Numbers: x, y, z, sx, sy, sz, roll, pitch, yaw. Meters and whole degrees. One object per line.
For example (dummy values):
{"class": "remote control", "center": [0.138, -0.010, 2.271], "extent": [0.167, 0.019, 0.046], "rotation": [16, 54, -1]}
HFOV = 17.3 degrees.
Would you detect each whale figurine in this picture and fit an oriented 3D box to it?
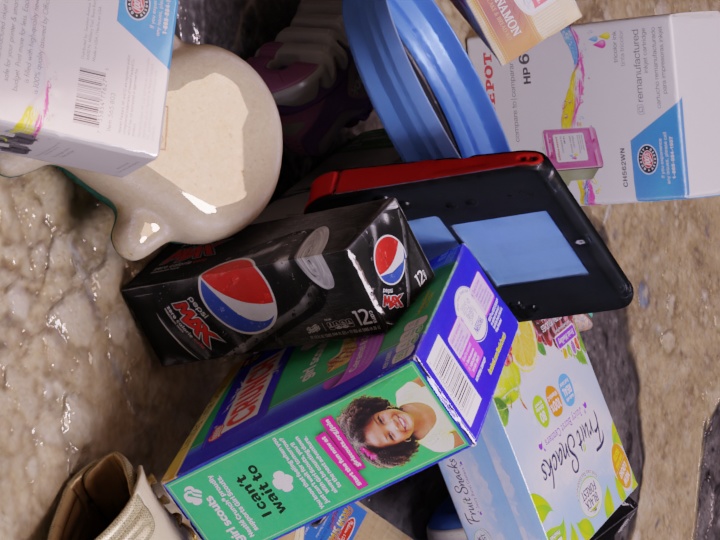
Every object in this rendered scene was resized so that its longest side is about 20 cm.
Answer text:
{"class": "whale figurine", "center": [-0.151, -0.085, 1.521], "extent": [0.199, 0.104, 0.160], "rotation": [5, 83, -29]}

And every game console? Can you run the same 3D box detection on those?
{"class": "game console", "center": [0.072, -0.015, 1.575], "extent": [0.200, 0.176, 0.031], "rotation": [49, 44, -53]}

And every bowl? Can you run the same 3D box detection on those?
{"class": "bowl", "center": [0.049, -0.117, 1.622], "extent": [0.201, 0.039, 0.201], "rotation": [55, 17, -26]}

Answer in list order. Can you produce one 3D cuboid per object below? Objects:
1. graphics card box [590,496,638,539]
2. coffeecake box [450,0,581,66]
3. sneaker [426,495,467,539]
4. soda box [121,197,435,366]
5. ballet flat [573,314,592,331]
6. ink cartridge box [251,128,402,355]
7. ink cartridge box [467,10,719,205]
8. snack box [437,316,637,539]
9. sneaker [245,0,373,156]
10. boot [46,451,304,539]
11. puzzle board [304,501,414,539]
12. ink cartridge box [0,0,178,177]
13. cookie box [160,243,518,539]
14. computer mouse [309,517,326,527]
{"class": "graphics card box", "center": [0.129, 0.245, 1.849], "extent": [0.200, 0.051, 0.126], "rotation": [-26, 151, -50]}
{"class": "coffeecake box", "center": [0.069, -0.265, 1.735], "extent": [0.154, 0.073, 0.200], "rotation": [58, 0, -35]}
{"class": "sneaker", "center": [0.105, 0.135, 1.857], "extent": [0.200, 0.076, 0.112], "rotation": [-31, 111, -47]}
{"class": "soda box", "center": [-0.056, 0.009, 1.534], "extent": [0.071, 0.199, 0.064], "rotation": [-47, 118, -45]}
{"class": "ballet flat", "center": [0.113, 0.020, 1.898], "extent": [0.200, 0.068, 0.068], "rotation": [37, 79, -41]}
{"class": "ink cartridge box", "center": [0.000, 0.000, 1.712], "extent": [0.200, 0.084, 0.147], "rotation": [-40, 119, -47]}
{"class": "ink cartridge box", "center": [0.190, -0.125, 1.887], "extent": [0.084, 0.199, 0.146], "rotation": [-10, 95, -50]}
{"class": "snack box", "center": [0.121, 0.120, 1.735], "extent": [0.200, 0.067, 0.170], "rotation": [-28, 98, -63]}
{"class": "sneaker", "center": [-0.011, -0.155, 1.721], "extent": [0.200, 0.080, 0.089], "rotation": [-50, 133, -37]}
{"class": "boot", "center": [-0.121, 0.173, 1.551], "extent": [0.200, 0.072, 0.156], "rotation": [-52, 127, -38]}
{"class": "puzzle board", "center": [-0.014, 0.261, 1.675], "extent": [0.150, 0.017, 0.201], "rotation": [35, 52, -6]}
{"class": "ink cartridge box", "center": [-0.215, -0.135, 1.401], "extent": [0.199, 0.068, 0.116], "rotation": [12, 76, -25]}
{"class": "cookie box", "center": [-0.011, 0.085, 1.523], "extent": [0.075, 0.199, 0.171], "rotation": [55, 24, -14]}
{"class": "computer mouse", "center": [0.025, 0.126, 1.718], "extent": [0.044, 0.110, 0.200], "rotation": [46, 25, 8]}
